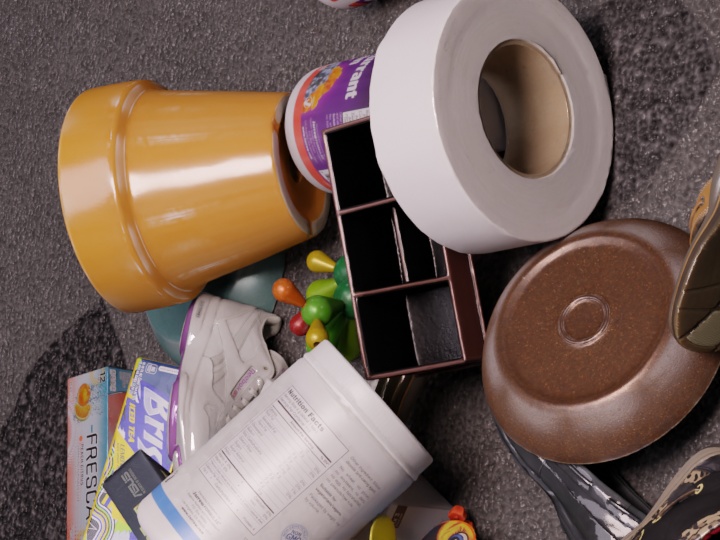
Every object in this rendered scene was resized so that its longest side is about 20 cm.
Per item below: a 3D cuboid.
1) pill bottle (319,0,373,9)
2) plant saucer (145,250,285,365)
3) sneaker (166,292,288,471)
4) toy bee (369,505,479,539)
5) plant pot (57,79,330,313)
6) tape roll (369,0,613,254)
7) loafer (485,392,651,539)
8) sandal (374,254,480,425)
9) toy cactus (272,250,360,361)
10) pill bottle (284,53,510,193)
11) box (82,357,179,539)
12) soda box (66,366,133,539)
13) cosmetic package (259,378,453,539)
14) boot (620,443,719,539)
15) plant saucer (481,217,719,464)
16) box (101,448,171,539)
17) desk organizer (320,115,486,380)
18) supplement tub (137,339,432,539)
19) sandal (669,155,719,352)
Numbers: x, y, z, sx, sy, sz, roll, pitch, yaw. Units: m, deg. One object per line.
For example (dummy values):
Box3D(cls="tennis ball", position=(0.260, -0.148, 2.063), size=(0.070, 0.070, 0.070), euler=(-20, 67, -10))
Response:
Box3D(cls="pill bottle", position=(0.036, -0.299, 1.765), size=(0.200, 0.112, 0.113), euler=(-18, 68, 44))
Box3D(cls="plant saucer", position=(-0.147, -0.004, 1.956), size=(0.200, 0.036, 0.201), euler=(-14, 71, 46))
Box3D(cls="sneaker", position=(-0.114, 0.104, 1.820), size=(0.075, 0.099, 0.200), euler=(103, 176, -53))
Box3D(cls="toy bee", position=(0.060, 0.240, 1.629), size=(0.109, 0.199, 0.131), euler=(-90, -3, -55))
Box3D(cls="plant pot", position=(-0.133, -0.076, 1.815), size=(0.183, 0.200, 0.201), euler=(-10, 72, 21))
Box3D(cls="tape roll", position=(0.101, -0.115, 1.582), size=(0.071, 0.202, 0.203), euler=(-12, 72, 46))
Box3D(cls="loafer", position=(0.161, 0.140, 1.555), size=(0.070, 0.068, 0.201), euler=(-47, 54, 20))
Box3D(cls="sandal", position=(0.063, 0.057, 1.686), size=(0.082, 0.054, 0.200), euler=(-120, 50, -75))
Box3D(cls="toy cactus", position=(0.000, 0.000, 1.738), size=(0.165, 0.102, 0.200), euler=(-52, 4, -8))
Box3D(cls="pill bottle", position=(0.041, -0.127, 1.717), size=(0.200, 0.111, 0.112), euler=(-7, 76, 47))
Box3D(cls="box", position=(-0.188, 0.185, 1.892), size=(0.070, 0.064, 0.200), euler=(11, 77, 21))
Box3D(cls="soda box", position=(-0.233, 0.195, 1.981), size=(0.068, 0.063, 0.201), euler=(-17, 69, 44))
Box3D(cls="cosmetic package", position=(-0.022, 0.187, 1.736), size=(0.200, 0.081, 0.113), euler=(43, 113, 43))
Box3D(cls="boot", position=(0.209, 0.220, 1.414), size=(0.200, 0.073, 0.151), euler=(-55, 3, 10))
Box3D(cls="plant saucer", position=(0.170, 0.043, 1.536), size=(0.200, 0.037, 0.201), euler=(-17, 55, 26))
Box3D(cls="box", position=(-0.121, 0.257, 1.767), size=(0.051, 0.158, 0.200), euler=(-42, 48, 0))
Box3D(cls="desk organizer", position=(0.034, -0.019, 1.605), size=(0.072, 0.077, 0.201), euler=(-13, 84, 33))
Box3D(cls="supplement tub", position=(-0.059, 0.164, 1.602), size=(0.200, 0.132, 0.132), euler=(-42, 46, -4))
Box3D(cls="sandal", position=(0.261, -0.041, 1.470), size=(0.055, 0.082, 0.201), euler=(-167, 88, -67))
